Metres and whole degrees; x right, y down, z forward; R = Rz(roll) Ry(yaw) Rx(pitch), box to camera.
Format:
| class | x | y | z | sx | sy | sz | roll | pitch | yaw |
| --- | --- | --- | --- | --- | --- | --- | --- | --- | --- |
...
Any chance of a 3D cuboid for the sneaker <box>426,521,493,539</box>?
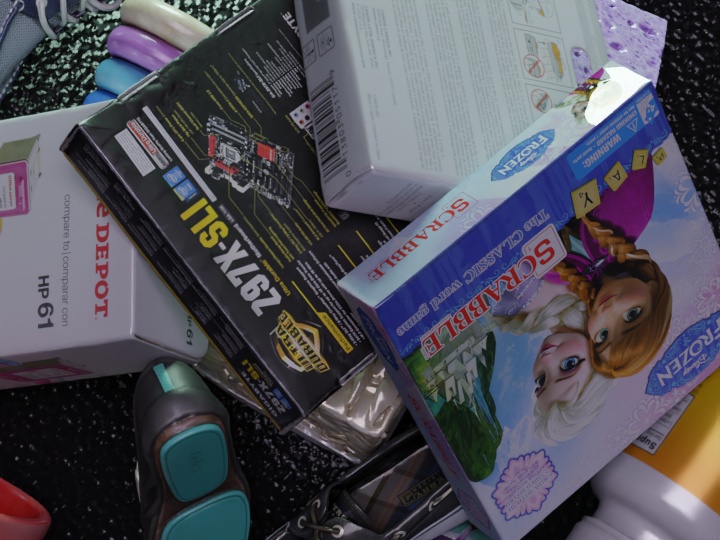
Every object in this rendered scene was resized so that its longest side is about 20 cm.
| class | x | y | z | sx | sy | sz | roll | pitch | yaw |
| --- | --- | --- | --- | --- | --- | --- | --- | --- | --- |
| sneaker | 0.054 | 0.196 | 1.259 | 0.199 | 0.088 | 0.075 | 7 | 123 | 29 |

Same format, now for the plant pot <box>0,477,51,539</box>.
| class | x | y | z | sx | sy | sz | roll | pitch | yaw |
| --- | --- | --- | --- | --- | --- | --- | --- | --- | --- |
| plant pot | -0.303 | 0.185 | 1.240 | 0.200 | 0.200 | 0.178 | 23 | 90 | 1 |

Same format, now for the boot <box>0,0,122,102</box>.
| class | x | y | z | sx | sy | sz | roll | pitch | yaw |
| --- | --- | --- | --- | --- | --- | --- | --- | --- | --- |
| boot | -0.190 | -0.178 | 1.352 | 0.090 | 0.073 | 0.201 | 17 | 79 | 6 |

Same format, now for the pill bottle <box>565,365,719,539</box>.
| class | x | y | z | sx | sy | sz | roll | pitch | yaw |
| --- | --- | --- | --- | --- | --- | --- | --- | --- | --- |
| pill bottle | 0.209 | 0.114 | 1.304 | 0.111 | 0.111 | 0.200 | 36 | 81 | 3 |

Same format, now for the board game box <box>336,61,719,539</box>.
| class | x | y | z | sx | sy | sz | roll | pitch | yaw |
| --- | --- | --- | --- | --- | --- | --- | --- | --- | --- |
| board game box | 0.109 | 0.022 | 1.194 | 0.200 | 0.041 | 0.200 | -39 | 128 | -12 |

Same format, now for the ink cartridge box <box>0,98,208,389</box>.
| class | x | y | z | sx | sy | sz | roll | pitch | yaw |
| --- | --- | --- | --- | --- | --- | --- | --- | --- | --- |
| ink cartridge box | -0.192 | -0.011 | 1.258 | 0.199 | 0.085 | 0.145 | -8 | 74 | 23 |

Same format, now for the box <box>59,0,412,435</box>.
| class | x | y | z | sx | sy | sz | roll | pitch | yaw |
| --- | --- | --- | --- | --- | --- | --- | --- | --- | --- |
| box | -0.042 | -0.037 | 1.192 | 0.160 | 0.049 | 0.200 | -39 | 91 | -26 |

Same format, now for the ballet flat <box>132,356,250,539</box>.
| class | x | y | z | sx | sy | sz | roll | pitch | yaw |
| --- | --- | --- | --- | --- | --- | --- | --- | --- | --- |
| ballet flat | -0.101 | 0.118 | 1.265 | 0.068 | 0.200 | 0.068 | -19 | 55 | -17 |

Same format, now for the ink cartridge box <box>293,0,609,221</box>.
| class | x | y | z | sx | sy | sz | roll | pitch | yaw |
| --- | --- | --- | --- | --- | --- | --- | --- | --- | --- |
| ink cartridge box | 0.059 | -0.103 | 1.219 | 0.200 | 0.057 | 0.163 | 11 | 59 | -40 |

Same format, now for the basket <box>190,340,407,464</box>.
| class | x | y | z | sx | sy | sz | roll | pitch | yaw |
| --- | --- | --- | --- | --- | --- | --- | --- | --- | --- |
| basket | 0.000 | 0.000 | 1.307 | 0.135 | 0.123 | 0.200 | 30 | 80 | 1 |

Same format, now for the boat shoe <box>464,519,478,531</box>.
| class | x | y | z | sx | sy | sz | roll | pitch | yaw |
| --- | --- | --- | --- | --- | --- | --- | --- | --- | --- |
| boat shoe | 0.093 | 0.076 | 1.331 | 0.068 | 0.075 | 0.200 | 28 | 81 | 22 |

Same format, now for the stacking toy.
| class | x | y | z | sx | sy | sz | roll | pitch | yaw |
| --- | --- | --- | --- | --- | --- | --- | --- | --- | --- |
| stacking toy | -0.155 | -0.067 | 1.337 | 0.085 | 0.085 | 0.200 | 29 | 85 | 2 |

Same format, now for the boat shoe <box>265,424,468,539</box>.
| class | x | y | z | sx | sy | sz | roll | pitch | yaw |
| --- | --- | --- | --- | --- | --- | --- | --- | --- | --- |
| boat shoe | -0.005 | 0.146 | 1.249 | 0.200 | 0.057 | 0.069 | -35 | 53 | -9 |

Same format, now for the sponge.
| class | x | y | z | sx | sy | sz | roll | pitch | yaw |
| --- | --- | --- | --- | --- | --- | --- | --- | --- | --- |
| sponge | 0.125 | -0.111 | 1.314 | 0.111 | 0.030 | 0.200 | 24 | 40 | -6 |
